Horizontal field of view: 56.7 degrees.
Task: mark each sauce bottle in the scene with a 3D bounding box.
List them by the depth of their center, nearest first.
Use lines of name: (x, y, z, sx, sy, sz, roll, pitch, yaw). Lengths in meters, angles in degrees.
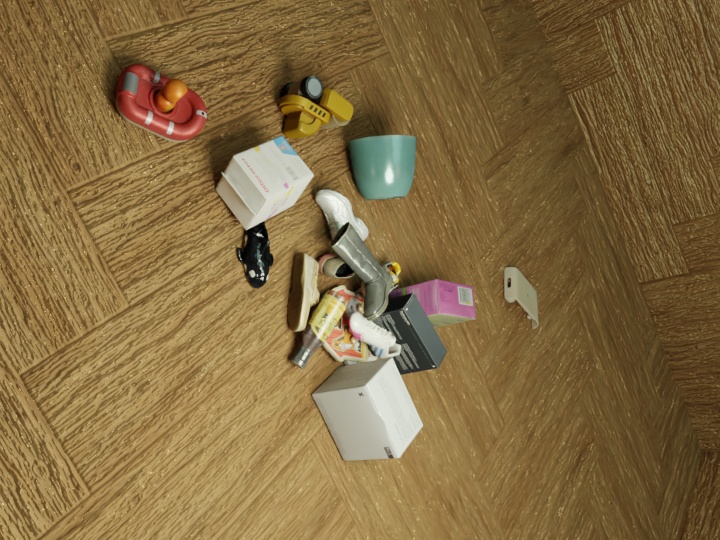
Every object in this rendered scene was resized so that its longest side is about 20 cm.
sauce bottle: (-0.102, 0.146, 1.637, 0.066, 0.065, 0.203, 39, 72, -31)

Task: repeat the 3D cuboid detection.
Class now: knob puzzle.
knob puzzle: (-0.045, 0.135, 1.732, 0.216, 0.030, 0.227, 16, 68, -43)

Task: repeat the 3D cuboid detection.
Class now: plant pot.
plant pot: (0.065, -0.287, 1.895, 0.198, 0.197, 0.166, -7, 95, -47)

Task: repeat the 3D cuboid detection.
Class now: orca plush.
orca plush: (-0.228, -0.063, 1.595, 0.104, 0.070, 0.205, 32, 57, -36)

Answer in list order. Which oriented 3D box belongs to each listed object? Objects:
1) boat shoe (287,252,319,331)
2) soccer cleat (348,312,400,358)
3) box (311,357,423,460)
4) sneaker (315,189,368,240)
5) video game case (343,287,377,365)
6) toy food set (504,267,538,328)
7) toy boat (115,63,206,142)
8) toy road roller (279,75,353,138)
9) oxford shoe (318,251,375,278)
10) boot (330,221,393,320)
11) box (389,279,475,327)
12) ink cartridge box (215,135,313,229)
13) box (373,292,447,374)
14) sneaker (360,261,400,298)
boat shoe: (-0.133, 0.057, 1.661, 0.068, 0.073, 0.206, 20, 64, -35)
soccer cleat: (0.042, 0.166, 1.741, 0.200, 0.084, 0.072, 48, 46, -47)
box: (0.018, 0.345, 1.649, 0.130, 0.197, 0.203, -36, 105, -47)
sneaker: (-0.057, -0.129, 1.797, 0.200, 0.077, 0.101, 47, 53, -26)
video game case: (0.001, 0.161, 1.813, 0.199, 0.023, 0.186, -35, 104, -46)
toy food set: (0.588, 0.101, 2.445, 0.200, 0.059, 0.146, 43, 39, -32)
toy boat: (-0.416, -0.369, 1.437, 0.197, 0.129, 0.134, 20, 65, -41)
toy road roller: (-0.128, -0.410, 1.775, 0.197, 0.121, 0.150, 23, 77, -40)
oxford shoe: (-0.023, -0.009, 1.784, 0.197, 0.074, 0.072, -15, 123, -42)
boot: (-0.002, 0.001, 1.694, 0.201, 0.071, 0.184, 53, 32, -28)
box: (0.200, 0.101, 1.913, 0.173, 0.197, 0.100, 10, 70, -43)
ink cartridge box: (-0.234, -0.204, 1.568, 0.129, 0.125, 0.199, 50, 45, 6)
box: (0.128, 0.177, 1.827, 0.079, 0.139, 0.203, -47, 113, -43)
sneaker: (0.058, 0.034, 1.835, 0.079, 0.081, 0.202, 58, 31, -22)
